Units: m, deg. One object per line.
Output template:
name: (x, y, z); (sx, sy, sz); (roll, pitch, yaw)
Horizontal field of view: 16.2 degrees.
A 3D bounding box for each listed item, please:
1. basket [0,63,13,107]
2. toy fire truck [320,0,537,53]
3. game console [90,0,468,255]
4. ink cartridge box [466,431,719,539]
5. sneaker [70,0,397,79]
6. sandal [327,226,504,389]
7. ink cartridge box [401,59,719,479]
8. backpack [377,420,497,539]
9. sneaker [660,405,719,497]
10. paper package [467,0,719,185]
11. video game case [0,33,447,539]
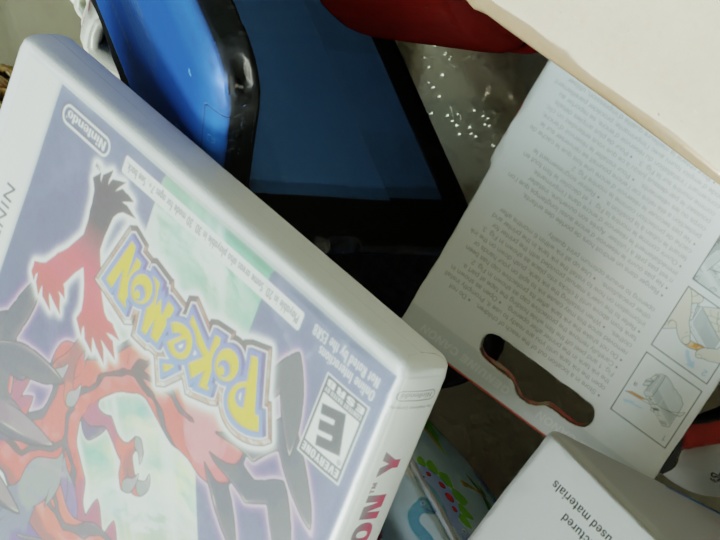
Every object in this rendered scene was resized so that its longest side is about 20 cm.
basket: (-0.150, 0.028, 1.044); (0.143, 0.148, 0.201); (45, 131, 42)
toy fire truck: (0.022, -0.151, 0.805); (0.128, 0.200, 0.177); (13, 112, 40)
game console: (-0.034, -0.113, 0.860); (0.171, 0.118, 0.201); (103, 146, -62)
ink cartridge box: (0.059, 0.168, 0.790); (0.200, 0.144, 0.085); (-52, 48, 10)
sneaker: (-0.083, -0.114, 0.985); (0.200, 0.099, 0.078); (31, 123, 32)
sandal: (0.000, -0.001, 0.991); (0.200, 0.048, 0.076); (11, 109, 55)
ink cartridge box: (0.108, -0.035, 0.824); (0.109, 0.050, 0.200); (37, 112, 15)
backpack: (0.001, 0.143, 0.936); (0.147, 0.200, 0.183); (-32, 62, 2)
sneaker: (0.186, 0.083, 0.824); (0.201, 0.067, 0.108); (-17, 90, 42)
paper package: (0.162, -0.105, 0.705); (0.190, 0.103, 0.200); (39, 111, 15)
video game case: (-0.072, 0.052, 0.783); (0.200, 0.023, 0.183); (40, 118, 37)
